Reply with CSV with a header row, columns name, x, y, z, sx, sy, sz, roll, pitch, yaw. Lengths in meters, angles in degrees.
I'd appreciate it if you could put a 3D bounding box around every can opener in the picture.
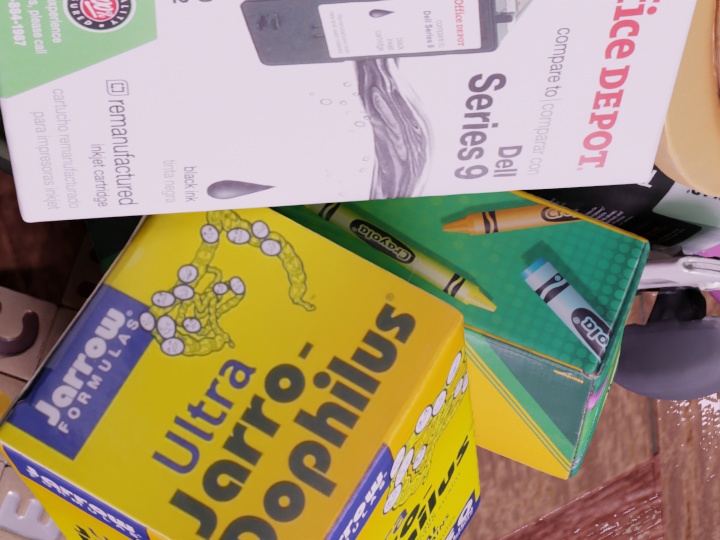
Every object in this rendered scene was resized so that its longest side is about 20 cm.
name,x,y,z,sx,sy,sz,roll,pitch,yaw
can opener,0.072,0.022,0.872,0.053,0.199,0.067,12,76,-47

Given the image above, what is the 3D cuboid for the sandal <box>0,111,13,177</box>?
name,x,y,z,sx,sy,sz,roll,pitch,yaw
sandal,-0.065,-0.114,0.734,0.201,0.080,0.057,-48,162,-16

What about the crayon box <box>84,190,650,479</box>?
name,x,y,z,sx,sy,sz,roll,pitch,yaw
crayon box,0.000,0.000,0.782,0.119,0.199,0.058,87,26,-68

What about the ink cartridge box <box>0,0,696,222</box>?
name,x,y,z,sx,sy,sz,roll,pitch,yaw
ink cartridge box,-0.006,-0.090,0.613,0.199,0.084,0.146,-4,150,-4

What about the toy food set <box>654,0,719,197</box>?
name,x,y,z,sx,sy,sz,roll,pitch,yaw
toy food set,0.179,-0.110,0.801,0.198,0.049,0.201,20,86,-54

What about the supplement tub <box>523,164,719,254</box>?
name,x,y,z,sx,sy,sz,roll,pitch,yaw
supplement tub,0.070,-0.077,0.839,0.199,0.123,0.123,9,118,-39

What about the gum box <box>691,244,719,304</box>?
name,x,y,z,sx,sy,sz,roll,pitch,yaw
gum box,0.218,-0.065,0.976,0.200,0.066,0.114,-42,148,2

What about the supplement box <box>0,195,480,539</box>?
name,x,y,z,sx,sy,sz,roll,pitch,yaw
supplement box,-0.032,0.069,0.726,0.109,0.109,0.200,-58,164,-17

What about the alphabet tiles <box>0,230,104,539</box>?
name,x,y,z,sx,sy,sz,roll,pitch,yaw
alphabet tiles,-0.072,0.082,0.833,0.199,0.006,0.167,19,74,-5
